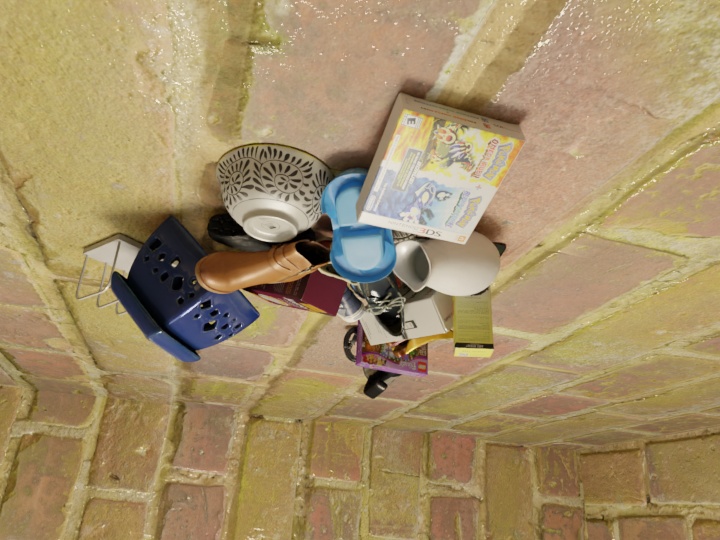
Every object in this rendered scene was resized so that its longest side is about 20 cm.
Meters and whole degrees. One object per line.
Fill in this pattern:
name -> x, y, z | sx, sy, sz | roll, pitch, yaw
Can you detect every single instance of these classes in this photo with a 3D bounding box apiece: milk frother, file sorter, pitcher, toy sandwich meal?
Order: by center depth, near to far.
pitcher -> 0.141, -0.023, 1.047 | 0.199, 0.122, 0.171 | -2, -157, -36
file sorter -> -0.486, 0.030, 1.244 | 0.138, 0.125, 0.200 | -15, 149, 34
toy sandwich meal -> 0.148, 0.132, 1.325 | 0.204, 0.071, 0.205 | -22, -168, 5
milk frother -> 0.039, 0.246, 1.664 | 0.200, 0.180, 0.188 | 48, 152, 6

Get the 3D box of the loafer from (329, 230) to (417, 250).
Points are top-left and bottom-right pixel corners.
loafer -> 0.035, -0.082, 1.001 | 0.199, 0.068, 0.076 | -22, 120, 17

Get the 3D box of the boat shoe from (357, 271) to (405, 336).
boat shoe -> 0.044, 0.057, 1.072 | 0.074, 0.062, 0.200 | -21, 141, -3

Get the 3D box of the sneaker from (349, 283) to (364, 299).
sneaker -> 0.018, 0.007, 1.186 | 0.082, 0.071, 0.200 | -2, 153, 26

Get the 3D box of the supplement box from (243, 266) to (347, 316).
supplement box -> -0.139, 0.025, 1.161 | 0.199, 0.086, 0.110 | 8, 164, 41

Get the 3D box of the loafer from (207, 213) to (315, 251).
loafer -> -0.181, -0.067, 1.066 | 0.199, 0.069, 0.070 | 6, 167, 1

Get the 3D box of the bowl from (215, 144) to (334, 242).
bowl -> -0.141, -0.107, 0.935 | 0.199, 0.095, 0.201 | 2, 155, 1

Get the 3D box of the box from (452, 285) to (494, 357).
box -> 0.215, 0.064, 1.115 | 0.075, 0.201, 0.050 | 1, 155, 3

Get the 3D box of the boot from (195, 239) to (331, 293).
boot -> -0.159, -0.009, 0.967 | 0.155, 0.077, 0.199 | -16, 164, 42

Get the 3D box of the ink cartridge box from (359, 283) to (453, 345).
ink cartridge box -> 0.117, 0.080, 1.227 | 0.199, 0.085, 0.146 | -16, -168, 39

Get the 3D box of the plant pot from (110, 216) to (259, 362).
plant pot -> -0.342, 0.050, 1.105 | 0.180, 0.200, 0.200 | -41, 154, -10

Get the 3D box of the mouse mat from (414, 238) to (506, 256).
mouse mat -> 0.183, -0.023, 1.177 | 0.199, 0.008, 0.161 | 3, 155, -1

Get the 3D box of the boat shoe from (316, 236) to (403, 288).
boat shoe -> 0.000, 0.000, 1.085 | 0.199, 0.063, 0.071 | 22, 126, -27

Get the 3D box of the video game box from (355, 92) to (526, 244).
video game box -> 0.107, -0.135, 0.823 | 0.181, 0.047, 0.201 | 8, 134, -16

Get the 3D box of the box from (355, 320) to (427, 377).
box -> 0.085, 0.197, 1.511 | 0.199, 0.138, 0.039 | 14, 154, -23

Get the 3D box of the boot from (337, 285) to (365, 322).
boot -> -0.071, 0.043, 1.254 | 0.199, 0.073, 0.091 | 15, 145, 50

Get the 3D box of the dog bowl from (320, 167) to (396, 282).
dog bowl -> 0.000, -0.075, 0.937 | 0.111, 0.050, 0.201 | -4, 123, 7
